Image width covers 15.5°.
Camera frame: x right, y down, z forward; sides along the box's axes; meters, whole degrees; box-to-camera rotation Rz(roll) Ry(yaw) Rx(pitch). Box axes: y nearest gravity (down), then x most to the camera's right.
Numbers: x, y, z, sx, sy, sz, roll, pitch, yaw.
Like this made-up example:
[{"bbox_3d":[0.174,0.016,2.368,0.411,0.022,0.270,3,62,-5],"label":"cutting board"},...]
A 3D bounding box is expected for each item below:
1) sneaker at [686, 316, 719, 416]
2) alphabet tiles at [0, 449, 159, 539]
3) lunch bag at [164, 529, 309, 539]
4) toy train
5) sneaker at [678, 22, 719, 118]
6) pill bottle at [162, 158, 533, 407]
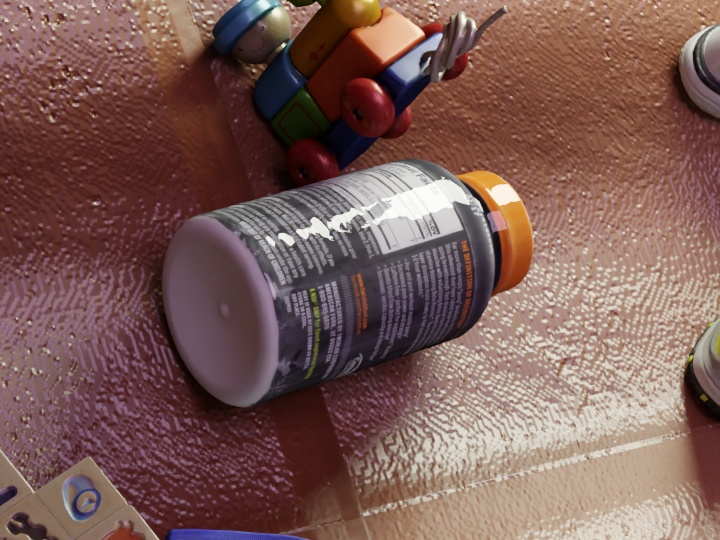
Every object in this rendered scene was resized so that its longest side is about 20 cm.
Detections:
[{"bbox_3d":[0.275,0.011,1.627,0.075,0.076,0.200,39,52,-8],"label":"sneaker"},{"bbox_3d":[-0.158,0.182,1.263,0.166,0.006,0.200,-34,67,-19],"label":"alphabet tiles"},{"bbox_3d":[-0.028,0.232,1.312,0.200,0.124,0.170,21,58,-4],"label":"lunch bag"},{"bbox_3d":[-0.002,-0.137,1.450,0.116,0.200,0.085,48,52,3],"label":"toy train"},{"bbox_3d":[0.311,-0.145,1.697,0.200,0.115,0.075,-4,70,-33],"label":"sneaker"},{"bbox_3d":[0.000,0.000,1.443,0.200,0.106,0.106,-16,77,-36],"label":"pill bottle"}]
